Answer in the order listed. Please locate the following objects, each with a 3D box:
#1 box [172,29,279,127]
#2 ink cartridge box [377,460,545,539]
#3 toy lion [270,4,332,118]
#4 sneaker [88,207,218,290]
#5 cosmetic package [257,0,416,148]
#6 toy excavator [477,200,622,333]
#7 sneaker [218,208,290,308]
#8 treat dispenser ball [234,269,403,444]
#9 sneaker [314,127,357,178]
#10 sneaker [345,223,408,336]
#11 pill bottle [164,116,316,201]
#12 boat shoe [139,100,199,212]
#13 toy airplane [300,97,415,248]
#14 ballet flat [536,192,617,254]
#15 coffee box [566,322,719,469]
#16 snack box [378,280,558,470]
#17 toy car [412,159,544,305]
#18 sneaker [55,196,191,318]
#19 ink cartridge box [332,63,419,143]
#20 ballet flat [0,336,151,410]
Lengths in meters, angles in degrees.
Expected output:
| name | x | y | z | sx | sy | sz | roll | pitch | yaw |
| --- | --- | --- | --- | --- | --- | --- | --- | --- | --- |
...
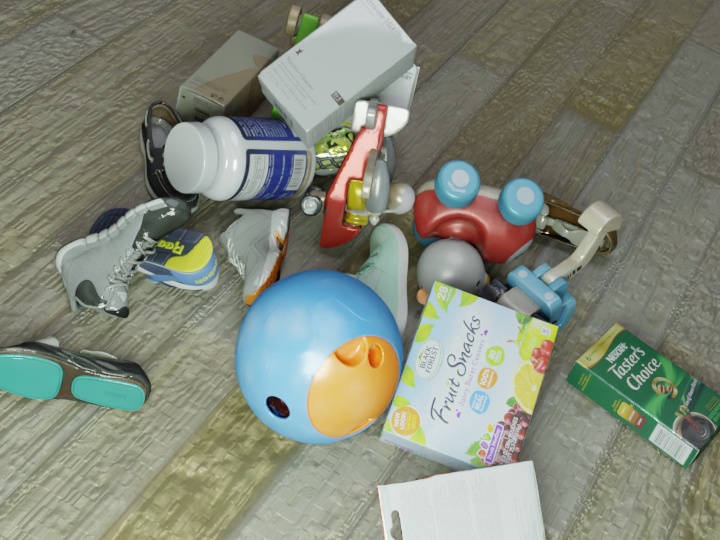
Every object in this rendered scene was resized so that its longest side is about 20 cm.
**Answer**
| name | x | y | z | sx | sy | sz | roll | pitch | yaw |
| --- | --- | --- | --- | --- | --- | --- | --- | --- | --- |
| box | -0.204 | -0.274 | 1.960 | 0.077 | 0.096 | 0.201 | 24 | 42 | 8 |
| ink cartridge box | 0.107 | 0.281 | 1.446 | 0.197 | 0.050 | 0.111 | -4 | 81 | -23 |
| toy lion | -0.099 | -0.297 | 1.982 | 0.068 | 0.195 | 0.200 | 16 | 0 | 0 |
| sneaker | -0.268 | -0.021 | 1.677 | 0.198 | 0.082 | 0.075 | 20 | 69 | 27 |
| cosmetic package | -0.030 | -0.278 | 1.780 | 0.199 | 0.081 | 0.113 | -41 | 81 | -7 |
| toy excavator | 0.254 | 0.018 | 1.705 | 0.199 | 0.196 | 0.100 | -35 | 59 | -27 |
| sneaker | -0.149 | -0.016 | 1.717 | 0.090 | 0.077 | 0.201 | 8 | 33 | 0 |
| treat dispenser ball | -0.048 | 0.101 | 1.511 | 0.198 | 0.203 | 0.202 | 10 | 40 | -9 |
| sneaker | -0.047 | -0.184 | 1.928 | 0.197 | 0.077 | 0.076 | 6 | 42 | -13 |
| sneaker | 0.000 | 0.000 | 1.737 | 0.117 | 0.074 | 0.202 | 14 | 42 | -15 |
| pill bottle | -0.167 | -0.156 | 1.791 | 0.198 | 0.117 | 0.116 | -3 | 42 | -45 |
| boat shoe | -0.270 | -0.162 | 1.835 | 0.073 | 0.061 | 0.201 | 1 | 43 | -22 |
| toy airplane | 0.019 | -0.136 | 1.779 | 0.140 | 0.199 | 0.202 | 30 | 60 | -4 |
| ballet flat | 0.293 | -0.069 | 1.928 | 0.198 | 0.069 | 0.072 | 23 | 18 | -2 |
| coffee box | 0.387 | 0.164 | 1.722 | 0.199 | 0.044 | 0.122 | 37 | 44 | 21 |
| snack box | 0.132 | 0.138 | 1.574 | 0.166 | 0.068 | 0.202 | 21 | 70 | 3 |
| toy car | 0.147 | -0.015 | 1.777 | 0.174 | 0.185 | 0.203 | 14 | 69 | -5 |
| sneaker | -0.282 | -0.003 | 1.590 | 0.075 | 0.198 | 0.117 | 28 | 41 | -58 |
| ink cartridge box | -0.003 | -0.254 | 1.924 | 0.143 | 0.200 | 0.085 | 15 | 77 | -4 |
| ballet flat | -0.342 | 0.118 | 1.499 | 0.197 | 0.069 | 0.069 | 16 | 29 | -18 |
